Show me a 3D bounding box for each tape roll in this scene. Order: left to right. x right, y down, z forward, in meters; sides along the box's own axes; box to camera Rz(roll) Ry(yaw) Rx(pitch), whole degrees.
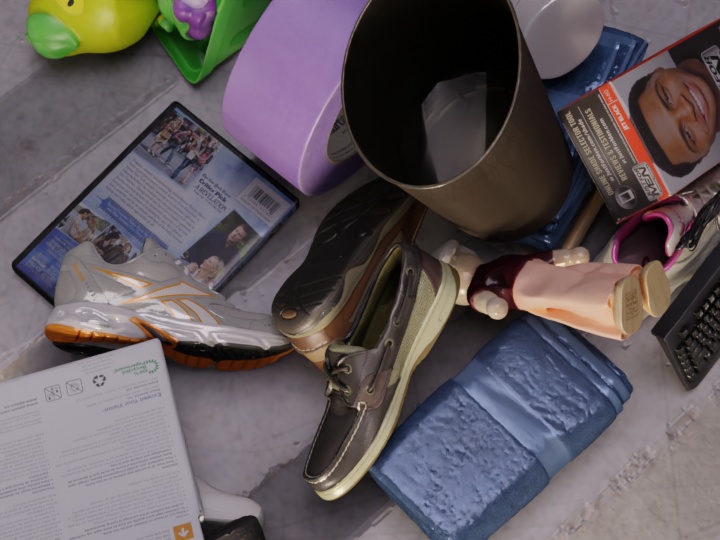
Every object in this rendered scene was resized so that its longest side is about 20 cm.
[{"bbox_3d":[-0.015,-0.164,1.482,0.085,0.200,0.200,38,71,14],"label":"tape roll"}]

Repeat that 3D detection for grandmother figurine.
[{"bbox_3d":[0.129,0.013,1.424,0.199,0.121,0.061,7,104,40],"label":"grandmother figurine"}]

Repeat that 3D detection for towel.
[{"bbox_3d":[0.107,0.123,1.433,0.200,0.049,0.112,-40,71,-18],"label":"towel"},{"bbox_3d":[0.152,-0.119,1.537,0.111,0.049,0.201,16,67,25],"label":"towel"}]

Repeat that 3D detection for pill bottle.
[{"bbox_3d":[0.115,-0.246,1.538,0.110,0.111,0.200,-27,49,-12],"label":"pill bottle"}]

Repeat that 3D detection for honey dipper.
[{"bbox_3d":[0.203,-0.073,1.540,0.038,0.038,0.201,28,73,11],"label":"honey dipper"}]

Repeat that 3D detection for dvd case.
[{"bbox_3d":[-0.166,-0.029,1.519,0.142,0.018,0.200,38,72,15],"label":"dvd case"}]

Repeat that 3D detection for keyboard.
[{"bbox_3d":[0.296,-0.013,1.474,0.021,0.127,0.200,17,60,49],"label":"keyboard"}]

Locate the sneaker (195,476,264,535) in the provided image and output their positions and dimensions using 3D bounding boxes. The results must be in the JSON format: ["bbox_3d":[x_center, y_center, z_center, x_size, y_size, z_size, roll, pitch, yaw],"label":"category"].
[{"bbox_3d":[-0.166,0.155,1.412,0.198,0.071,0.081,12,64,5],"label":"sneaker"}]

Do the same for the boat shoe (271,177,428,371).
[{"bbox_3d":[0.000,0.000,1.484,0.075,0.074,0.200,-1,39,41],"label":"boat shoe"}]

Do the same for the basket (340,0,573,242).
[{"bbox_3d":[0.083,-0.107,1.400,0.135,0.200,0.182,-5,68,20],"label":"basket"}]

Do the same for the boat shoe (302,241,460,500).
[{"bbox_3d":[0.002,0.071,1.399,0.066,0.072,0.202,34,80,-27],"label":"boat shoe"}]

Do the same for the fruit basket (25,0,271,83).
[{"bbox_3d":[-0.186,-0.257,1.559,0.213,0.156,0.217,9,56,-13],"label":"fruit basket"}]

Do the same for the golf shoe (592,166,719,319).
[{"bbox_3d":[0.264,-0.033,1.491,0.199,0.092,0.075,-37,70,-17],"label":"golf shoe"}]

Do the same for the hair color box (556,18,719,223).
[{"bbox_3d":[0.248,-0.122,1.479,0.200,0.061,0.102,-32,93,-47],"label":"hair color box"}]

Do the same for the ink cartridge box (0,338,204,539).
[{"bbox_3d":[-0.217,0.164,1.352,0.198,0.041,0.201,-15,56,-3],"label":"ink cartridge box"}]

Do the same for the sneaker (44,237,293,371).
[{"bbox_3d":[-0.142,0.021,1.449,0.198,0.076,0.093,9,70,-15],"label":"sneaker"}]

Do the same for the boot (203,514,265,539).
[{"bbox_3d":[-0.130,0.278,1.356,0.199,0.070,0.133,-27,93,13],"label":"boot"}]
